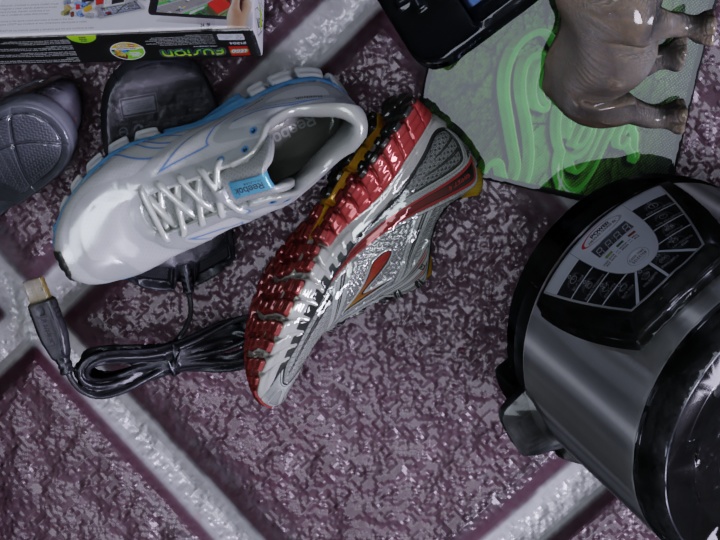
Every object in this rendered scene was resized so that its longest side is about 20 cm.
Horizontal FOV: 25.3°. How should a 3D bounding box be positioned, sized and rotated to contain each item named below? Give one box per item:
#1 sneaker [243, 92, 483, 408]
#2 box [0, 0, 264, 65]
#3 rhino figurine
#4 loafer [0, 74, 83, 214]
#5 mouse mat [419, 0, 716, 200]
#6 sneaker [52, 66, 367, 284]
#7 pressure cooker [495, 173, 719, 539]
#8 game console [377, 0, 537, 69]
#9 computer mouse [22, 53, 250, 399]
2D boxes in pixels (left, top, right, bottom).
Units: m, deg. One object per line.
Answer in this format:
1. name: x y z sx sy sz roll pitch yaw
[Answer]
1. sneaker: 0.000 0.000 0.942 0.082 0.078 0.201 33 98 -19
2. box: -0.154 -0.177 0.930 0.198 0.035 0.111 -1 70 6
3. rhino figurine: 0.146 -0.145 0.863 0.086 0.201 0.060 -1 59 -1
4. loafer: -0.245 -0.057 0.975 0.199 0.063 0.072 -25 116 25
5. mouse mat: 0.125 -0.145 0.947 0.159 0.008 0.202 12 101 4
6. sneaker: -0.083 -0.053 0.906 0.199 0.087 0.075 -32 112 -10
7. pressure cooker: 0.176 0.045 0.880 0.174 0.200 0.180 3 112 -27
8. game console: 0.058 -0.244 0.872 0.199 0.116 0.177 -35 64 13
9. computer mouse: -0.140 -0.024 0.963 0.139 0.046 0.202 -17 106 -14
